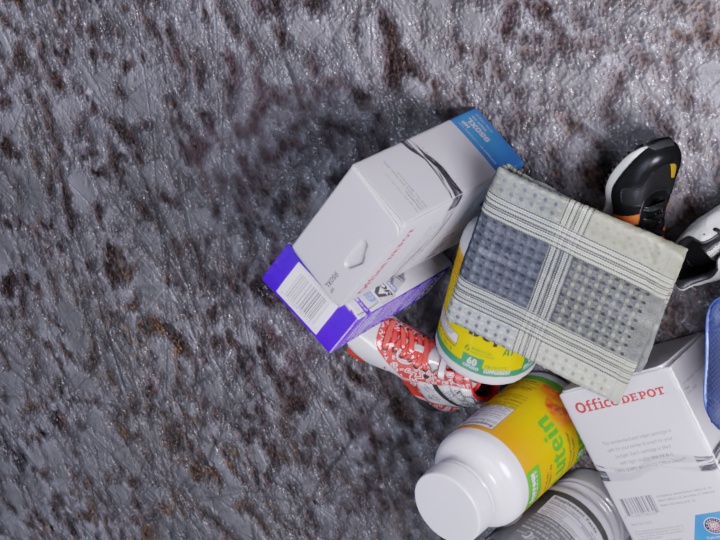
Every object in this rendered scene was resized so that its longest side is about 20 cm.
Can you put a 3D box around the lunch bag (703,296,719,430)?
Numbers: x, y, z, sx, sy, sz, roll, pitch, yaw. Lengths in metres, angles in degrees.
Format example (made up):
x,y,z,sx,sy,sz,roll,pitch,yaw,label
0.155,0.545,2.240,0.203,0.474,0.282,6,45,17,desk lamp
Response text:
x,y,z,sx,sy,sz,roll,pitch,yaw,label
0.415,0.081,1.321,0.199,0.132,0.137,12,106,39,lunch bag

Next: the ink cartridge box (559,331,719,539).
x,y,z,sx,sy,sz,roll,pitch,yaw,label
0.312,0.178,1.508,0.146,0.086,0.201,-20,98,47,ink cartridge box

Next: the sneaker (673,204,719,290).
x,y,z,sx,sy,sz,roll,pitch,yaw,label
0.349,-0.040,1.346,0.074,0.080,0.200,52,137,7,sneaker

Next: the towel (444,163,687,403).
x,y,z,sx,sy,sz,roll,pitch,yaw,label
0.192,0.013,1.426,0.199,0.035,0.193,27,127,14,towel

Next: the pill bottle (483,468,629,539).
x,y,z,sx,sy,sz,roll,pitch,yaw,label
0.198,0.301,1.604,0.114,0.200,0.114,23,129,32,pill bottle

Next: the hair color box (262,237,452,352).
x,y,z,sx,sy,sz,roll,pitch,yaw,label
0.000,0.000,1.603,0.109,0.200,0.065,47,123,10,hair color box

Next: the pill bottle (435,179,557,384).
x,y,z,sx,sy,sz,roll,pitch,yaw,label
0.148,0.009,1.538,0.113,0.113,0.201,33,133,24,pill bottle

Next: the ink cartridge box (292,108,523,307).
x,y,z,sx,sy,sz,roll,pitch,yaw,label
0.048,-0.064,1.516,0.084,0.200,0.145,50,135,12,ink cartridge box

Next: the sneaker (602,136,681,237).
x,y,z,sx,sy,sz,roll,pitch,yaw,label
0.267,-0.035,1.416,0.090,0.070,0.201,57,148,29,sneaker

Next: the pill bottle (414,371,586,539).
x,y,z,sx,sy,sz,roll,pitch,yaw,label
0.148,0.199,1.588,0.111,0.200,0.112,23,129,32,pill bottle

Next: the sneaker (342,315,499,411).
x,y,z,sx,sy,sz,roll,pitch,yaw,label
0.067,0.088,1.650,0.108,0.068,0.201,-9,140,46,sneaker
